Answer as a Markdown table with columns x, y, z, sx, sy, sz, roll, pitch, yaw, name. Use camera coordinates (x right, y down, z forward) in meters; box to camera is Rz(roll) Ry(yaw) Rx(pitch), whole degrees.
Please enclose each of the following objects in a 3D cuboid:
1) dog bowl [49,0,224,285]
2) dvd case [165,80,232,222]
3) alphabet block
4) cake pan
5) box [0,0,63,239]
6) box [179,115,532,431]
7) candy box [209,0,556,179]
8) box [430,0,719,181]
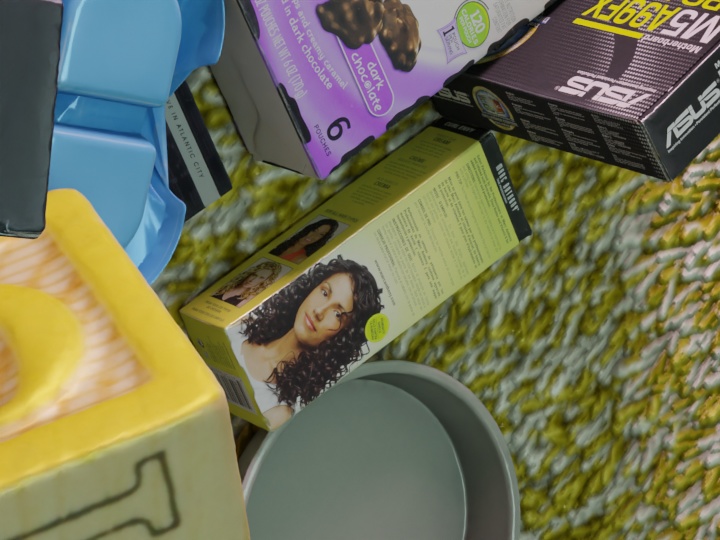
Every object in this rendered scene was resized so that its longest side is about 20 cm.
| x | y | z | sx | sy | sz | roll | pitch | yaw | name |
| --- | --- | --- | --- | --- | --- | --- | --- | --- | --- |
| -0.137 | -0.079 | 1.407 | 0.111 | 0.050 | 0.200 | 8 | 97 | -37 | dog bowl |
| -0.170 | -0.051 | 1.432 | 0.200 | 0.016 | 0.149 | -36 | 120 | -23 | dvd case |
| -0.172 | 0.114 | 1.321 | 0.196 | 0.195 | 0.200 | -22 | 132 | -18 | alphabet block |
| 0.002 | 0.148 | 1.588 | 0.200 | 0.037 | 0.200 | -4 | 98 | -35 | cake pan |
| -0.245 | -0.077 | 1.242 | 0.148 | 0.200 | 0.107 | 4 | 93 | -34 | box |
| 0.000 | 0.000 | 1.552 | 0.200 | 0.050 | 0.075 | -38 | 122 | -23 | box |
| 0.002 | -0.175 | 1.490 | 0.200 | 0.072 | 0.168 | -38 | 122 | -22 | candy box |
| 0.146 | -0.132 | 1.528 | 0.160 | 0.200 | 0.044 | -43 | 123 | -19 | box |
